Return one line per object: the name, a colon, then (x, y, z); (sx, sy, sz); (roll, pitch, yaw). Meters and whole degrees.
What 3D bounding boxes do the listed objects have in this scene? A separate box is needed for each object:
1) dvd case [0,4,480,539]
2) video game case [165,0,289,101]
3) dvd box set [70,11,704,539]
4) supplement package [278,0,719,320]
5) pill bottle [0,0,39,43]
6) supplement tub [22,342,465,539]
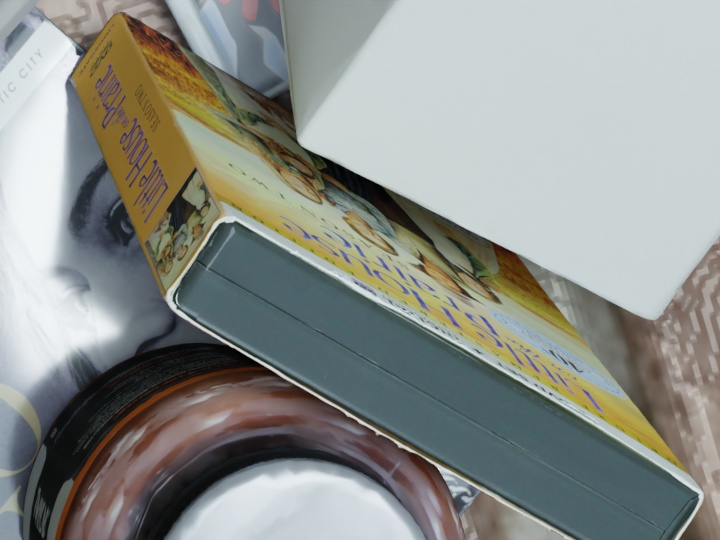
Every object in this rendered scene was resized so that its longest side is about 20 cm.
dvd case: (-0.071, 0.042, 0.891); (0.200, 0.016, 0.149); (41, 85, -8)
video game case: (-0.006, -0.174, 0.868); (0.182, 0.023, 0.201); (-28, 96, 9)
dvd box set: (0.000, 0.000, 0.797); (0.146, 0.200, 0.029); (30, 100, -19)
supplement package: (0.077, -0.111, 0.785); (0.116, 0.118, 0.200); (26, 118, -22)
pill bottle: (-0.166, -0.143, 0.815); (0.200, 0.120, 0.120); (43, 84, -2)
supplement tub: (-0.032, 0.075, 0.789); (0.106, 0.200, 0.108); (0, 91, -9)
